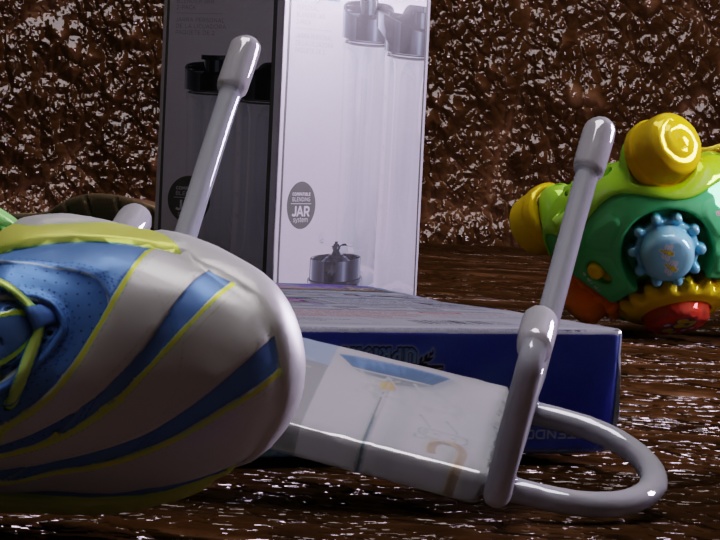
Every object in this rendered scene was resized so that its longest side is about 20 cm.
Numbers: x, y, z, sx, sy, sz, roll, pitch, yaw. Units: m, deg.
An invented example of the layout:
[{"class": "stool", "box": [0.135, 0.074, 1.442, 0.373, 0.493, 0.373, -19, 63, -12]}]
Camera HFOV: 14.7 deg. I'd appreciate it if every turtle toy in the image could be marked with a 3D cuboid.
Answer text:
[{"class": "turtle toy", "box": [0.189, -0.015, 1.577, 0.199, 0.101, 0.146, 4, -22, -33]}]

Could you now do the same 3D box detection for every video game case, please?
[{"class": "video game case", "box": [-0.044, 0.031, 0.939, 0.199, 0.046, 0.181, 2, 5, -27]}]

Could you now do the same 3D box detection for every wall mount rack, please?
[{"class": "wall mount rack", "box": [0.000, 0.000, 0.804, 0.199, 0.075, 0.174, 14, 21, 4]}]

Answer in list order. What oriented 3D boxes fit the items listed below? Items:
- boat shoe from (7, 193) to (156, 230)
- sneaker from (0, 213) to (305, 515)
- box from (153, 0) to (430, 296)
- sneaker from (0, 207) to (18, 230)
[{"class": "boat shoe", "box": [-0.108, 0.001, 1.251, 0.067, 0.072, 0.200, -2, 2, -40]}, {"class": "sneaker", "box": [-0.117, 0.035, 0.663, 0.199, 0.076, 0.105, -4, 12, 21]}, {"class": "box", "box": [-0.027, -0.054, 1.141, 0.060, 0.201, 0.117, 4, 2, 33]}, {"class": "sneaker", "box": [-0.234, -0.005, 1.217, 0.199, 0.077, 0.084, 4, 6, -8]}]
